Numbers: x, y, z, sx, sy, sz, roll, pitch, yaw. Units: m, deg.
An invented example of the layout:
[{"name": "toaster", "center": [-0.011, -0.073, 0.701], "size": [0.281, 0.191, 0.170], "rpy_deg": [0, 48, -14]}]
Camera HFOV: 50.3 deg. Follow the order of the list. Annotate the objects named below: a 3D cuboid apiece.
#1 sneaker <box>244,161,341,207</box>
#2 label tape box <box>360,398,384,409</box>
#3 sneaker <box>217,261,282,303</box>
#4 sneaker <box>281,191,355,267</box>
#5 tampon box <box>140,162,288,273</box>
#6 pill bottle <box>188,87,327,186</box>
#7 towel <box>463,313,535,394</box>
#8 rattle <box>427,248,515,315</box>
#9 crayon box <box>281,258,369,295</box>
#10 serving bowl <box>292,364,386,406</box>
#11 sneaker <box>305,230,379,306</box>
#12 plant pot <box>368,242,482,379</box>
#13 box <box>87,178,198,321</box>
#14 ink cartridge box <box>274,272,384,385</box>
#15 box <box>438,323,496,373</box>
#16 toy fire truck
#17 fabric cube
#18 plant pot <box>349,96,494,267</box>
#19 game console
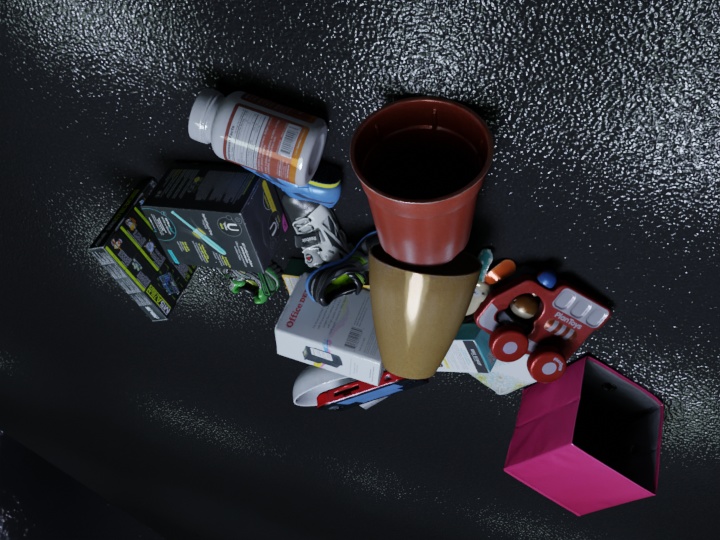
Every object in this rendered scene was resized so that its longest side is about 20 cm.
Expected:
[{"name": "sneaker", "center": [-0.129, -0.157, 1.292], "size": [0.200, 0.066, 0.079], "rpy_deg": [20, 139, 3]}, {"name": "label tape box", "center": [-0.023, 0.201, 1.627], "size": [0.200, 0.063, 0.144], "rpy_deg": [34, 140, -14]}, {"name": "sneaker", "center": [-0.249, -0.011, 1.509], "size": [0.200, 0.085, 0.078], "rpy_deg": [33, 141, -10]}, {"name": "sneaker", "center": [-0.078, -0.056, 1.370], "size": [0.074, 0.089, 0.200], "rpy_deg": [-14, 127, 39]}, {"name": "tampon box", "center": [-0.256, -0.097, 1.379], "size": [0.200, 0.126, 0.150], "rpy_deg": [6, 139, 20]}, {"name": "pill bottle", "center": [-0.162, -0.215, 1.207], "size": [0.200, 0.112, 0.112], "rpy_deg": [20, 141, 5]}, {"name": "towel", "center": [0.263, 0.157, 1.475], "size": [0.200, 0.048, 0.171], "rpy_deg": [37, 143, -16]}, {"name": "rattle", "center": [0.166, 0.056, 1.338], "size": [0.200, 0.143, 0.130], "rpy_deg": [-14, 114, 44]}, {"name": "crayon box", "center": [-0.040, 0.045, 1.493], "size": [0.200, 0.052, 0.126], "rpy_deg": [7, 138, 21]}, {"name": "serving bowl", "center": [-0.040, 0.202, 1.493], "size": [0.200, 0.066, 0.200], "rpy_deg": [-13, 159, -5]}, {"name": "sneaker", "center": [0.000, 0.000, 1.342], "size": [0.199, 0.083, 0.071], "rpy_deg": [-33, 131, -4]}, {"name": "plant pot", "center": [0.096, 0.071, 1.277], "size": [0.186, 0.186, 0.200], "rpy_deg": [11, 109, 15]}, {"name": "box", "center": [-0.396, -0.039, 1.463], "size": [0.047, 0.193, 0.200], "rpy_deg": [-5, 134, 33]}, {"name": "ink cartridge box", "center": [-0.038, 0.104, 1.402], "size": [0.200, 0.146, 0.083], "rpy_deg": [17, 143, 10]}, {"name": "box", "center": [0.153, 0.145, 1.446], "size": [0.200, 0.049, 0.082], "rpy_deg": [-3, 126, 40]}, {"name": "toy fire truck", "center": [0.304, 0.080, 1.308], "size": [0.200, 0.112, 0.168], "rpy_deg": [29, 111, -17]}, {"name": "fabric cube", "center": [0.425, 0.317, 1.455], "size": [0.196, 0.200, 0.199], "rpy_deg": [31, 143, -10]}, {"name": "plant pot", "center": [0.093, -0.118, 1.143], "size": [0.200, 0.201, 0.195], "rpy_deg": [12, 149, 14]}, {"name": "game console", "center": [0.025, 0.235, 1.489], "size": [0.200, 0.031, 0.177], "rpy_deg": [-19, 160, 11]}]
